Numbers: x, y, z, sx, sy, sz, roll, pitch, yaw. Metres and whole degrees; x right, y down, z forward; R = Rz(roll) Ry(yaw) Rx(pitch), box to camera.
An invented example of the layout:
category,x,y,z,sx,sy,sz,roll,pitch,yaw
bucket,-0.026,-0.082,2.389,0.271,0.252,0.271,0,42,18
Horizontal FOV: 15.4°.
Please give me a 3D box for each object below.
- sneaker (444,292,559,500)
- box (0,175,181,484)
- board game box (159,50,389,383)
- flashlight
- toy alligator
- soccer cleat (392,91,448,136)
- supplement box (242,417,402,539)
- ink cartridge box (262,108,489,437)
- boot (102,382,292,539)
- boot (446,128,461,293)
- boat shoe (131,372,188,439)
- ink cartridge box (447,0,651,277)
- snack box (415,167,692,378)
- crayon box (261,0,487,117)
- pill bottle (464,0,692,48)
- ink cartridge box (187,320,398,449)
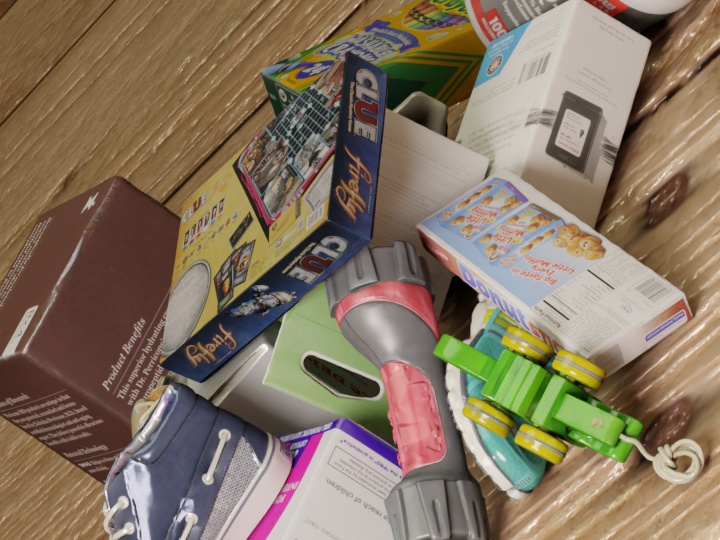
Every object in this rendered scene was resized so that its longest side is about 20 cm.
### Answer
category,x,y,z,sx,sy,sz,roll,pitch,yaw
sneaker,0.106,0.049,1.607,0.080,0.078,0.200,-24,35,34
box,-0.176,0.060,2.059,0.164,0.200,0.166,-20,38,60
board game box,-0.056,-0.032,1.684,0.200,0.035,0.136,-39,35,44
flashlight,0.026,0.081,1.602,0.068,0.068,0.200,-18,59,12
toy alligator,0.124,0.083,1.501,0.200,0.054,0.059,25,86,39
soccer cleat,0.015,-0.042,1.802,0.086,0.070,0.200,-55,15,45
supplement box,-0.034,0.204,1.630,0.101,0.103,0.200,-22,39,60
ink cartridge box,0.000,0.000,1.712,0.059,0.104,0.200,-12,56,62
boot,-0.131,0.170,1.626,0.200,0.090,0.073,-59,17,-8
boot,0.044,-0.057,1.933,0.165,0.066,0.200,-65,17,-4
boat shoe,-0.125,0.111,1.789,0.075,0.068,0.200,-20,6,1
ink cartridge box,0.112,-0.069,1.773,0.116,0.067,0.200,-22,44,58
snack box,0.113,0.000,1.602,0.072,0.024,0.200,-34,37,-13
crayon box,0.040,-0.155,1.965,0.200,0.052,0.126,-24,21,-14
pill bottle,0.170,-0.217,1.827,0.200,0.116,0.116,-29,32,53
ink cartridge box,-0.039,0.068,1.803,0.083,0.147,0.200,-48,21,18
